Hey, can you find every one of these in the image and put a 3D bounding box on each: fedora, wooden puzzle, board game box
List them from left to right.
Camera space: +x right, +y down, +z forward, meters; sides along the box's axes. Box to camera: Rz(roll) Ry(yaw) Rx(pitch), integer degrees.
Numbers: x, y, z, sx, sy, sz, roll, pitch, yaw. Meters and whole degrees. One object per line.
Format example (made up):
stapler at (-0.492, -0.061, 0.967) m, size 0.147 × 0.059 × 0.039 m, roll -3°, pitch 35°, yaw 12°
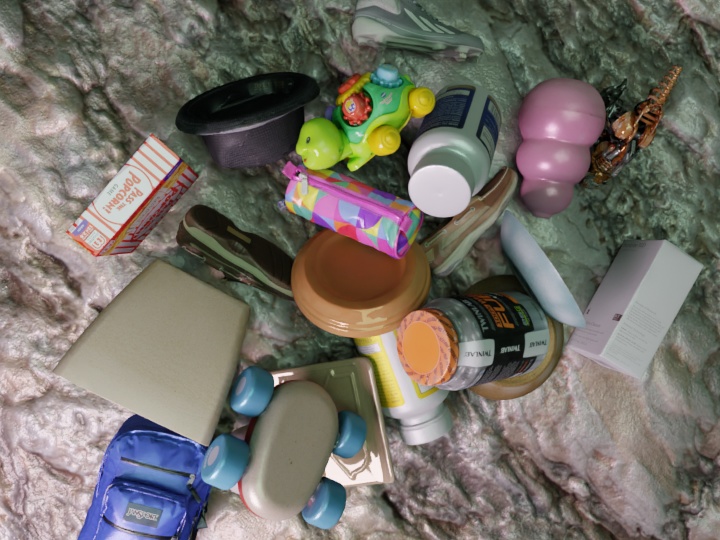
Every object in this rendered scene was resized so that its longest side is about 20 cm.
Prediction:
board game box at (-0.285, -0.091, 0.811) m, size 0.046 × 0.200 × 0.152 m, roll 41°, pitch 87°, yaw -8°
fedora at (-0.147, -0.200, 0.864) m, size 0.200 × 0.201 × 0.092 m, roll -18°, pitch 125°, yaw -7°
wooden puzzle at (-0.056, 0.226, 0.918) m, size 0.199 × 0.046 × 0.186 m, roll -10°, pitch 94°, yaw 18°

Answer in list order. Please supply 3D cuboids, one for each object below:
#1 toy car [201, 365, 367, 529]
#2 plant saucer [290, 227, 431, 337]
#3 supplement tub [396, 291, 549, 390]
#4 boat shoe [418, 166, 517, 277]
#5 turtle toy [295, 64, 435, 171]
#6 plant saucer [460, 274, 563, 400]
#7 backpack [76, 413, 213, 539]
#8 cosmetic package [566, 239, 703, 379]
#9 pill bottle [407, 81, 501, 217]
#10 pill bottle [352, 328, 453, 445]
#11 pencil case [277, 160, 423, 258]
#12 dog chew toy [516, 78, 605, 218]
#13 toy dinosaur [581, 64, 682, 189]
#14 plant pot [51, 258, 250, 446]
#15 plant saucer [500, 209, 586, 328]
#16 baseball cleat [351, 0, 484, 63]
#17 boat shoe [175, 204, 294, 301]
toy car at (-0.130, 0.240, 0.854) m, size 0.184 × 0.200 × 0.177 m, roll 31°, pitch 62°, yaw -25°
plant saucer at (0.000, 0.000, 0.878) m, size 0.200 × 0.038 × 0.201 m, roll -1°, pitch 53°, yaw 1°
supplement tub at (0.153, 0.093, 0.847) m, size 0.200 × 0.122 × 0.123 m, roll -4°, pitch 94°, yaw -40°
boat shoe at (0.158, -0.084, 0.940) m, size 0.072 × 0.076 × 0.200 m, roll 40°, pitch 84°, yaw -5°
turtle toy at (-0.001, -0.206, 0.858) m, size 0.101 × 0.146 × 0.200 m, roll 47°, pitch 75°, yaw -19°
plant saucer at (0.231, 0.108, 0.977) m, size 0.200 × 0.035 × 0.201 m, roll 0°, pitch 93°, yaw -8°
backpack at (-0.279, 0.306, 0.849) m, size 0.162 × 0.168 × 0.201 m, roll 19°, pitch 86°, yaw -15°
cosmetic package at (0.420, 0.055, 0.965) m, size 0.081 × 0.113 × 0.200 m, roll 29°, pitch 87°, yaw -9°
pill bottle at (0.128, -0.166, 0.863) m, size 0.111 × 0.111 × 0.200 m, roll 31°, pitch 46°, yaw -8°
pill bottle at (0.065, 0.146, 0.917) m, size 0.111 × 0.111 × 0.200 m, roll -21°, pitch 95°, yaw -7°
pencil case at (-0.014, -0.087, 0.871) m, size 0.200 × 0.088 × 0.089 m, roll 24°, pitch 89°, yaw 18°
dog chew toy at (0.289, -0.177, 0.933) m, size 0.124 × 0.125 × 0.201 m, roll 9°, pitch 97°, yaw -8°
toy dinosaur at (0.404, -0.211, 0.933) m, size 0.102 × 0.136 × 0.200 m, roll 39°, pitch 129°, yaw -23°
plant pot at (-0.252, 0.097, 0.837) m, size 0.200 × 0.200 × 0.177 m, roll 28°, pitch 78°, yaw -9°
plant saucer at (0.249, 0.007, 0.898) m, size 0.039 × 0.201 × 0.201 m, roll -34°, pitch 97°, yaw 7°
baseball cleat at (0.089, -0.368, 0.918) m, size 0.199 × 0.070 × 0.107 m, roll 5°, pitch 92°, yaw -9°
boat shoe at (-0.173, -0.013, 0.906) m, size 0.202 × 0.075 × 0.075 m, roll 37°, pitch 122°, yaw -15°
